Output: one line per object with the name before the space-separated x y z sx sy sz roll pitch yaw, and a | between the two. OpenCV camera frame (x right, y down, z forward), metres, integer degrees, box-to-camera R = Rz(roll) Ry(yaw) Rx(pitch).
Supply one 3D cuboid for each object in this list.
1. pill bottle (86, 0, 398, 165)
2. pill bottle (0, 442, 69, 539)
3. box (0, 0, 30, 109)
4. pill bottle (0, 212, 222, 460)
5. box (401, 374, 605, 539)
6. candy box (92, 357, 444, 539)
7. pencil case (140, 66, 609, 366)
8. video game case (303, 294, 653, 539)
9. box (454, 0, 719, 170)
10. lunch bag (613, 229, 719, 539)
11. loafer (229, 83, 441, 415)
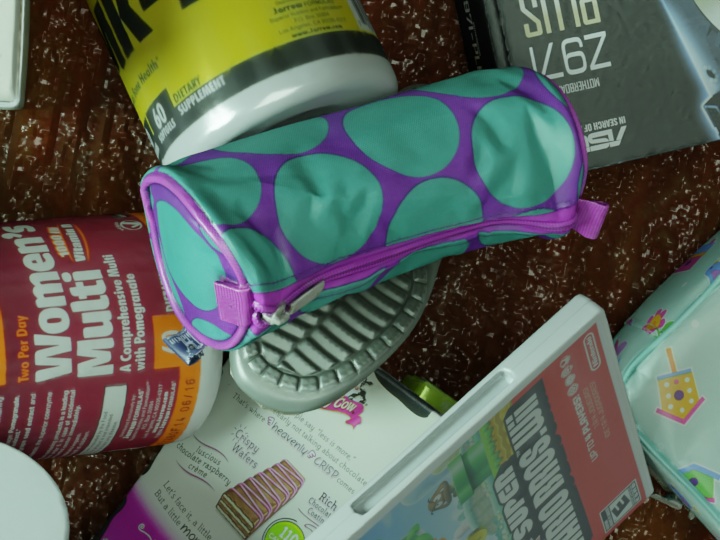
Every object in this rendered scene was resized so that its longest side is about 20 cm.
pill bottle | -0.073 -0.143 1.255 0.114 0.114 0.201 -24 75 -6
pill bottle | -0.183 0.173 1.230 0.116 0.117 0.201 5 136 -8
box | -0.192 -0.111 1.218 0.094 0.200 0.078 3 93 -8
pill bottle | -0.172 0.034 1.248 0.199 0.109 0.110 -5 94 -28
box | 0.021 0.166 1.342 0.122 0.048 0.201 33 88 -8
candy box | -0.043 0.131 1.287 0.200 0.136 0.061 -53 142 -1
pencil case | 0.004 -0.027 1.201 0.199 0.085 0.093 -19 54 -29
video game case | 0.049 0.120 1.251 0.200 0.017 0.143 -41 140 -18
box | 0.147 -0.142 1.322 0.199 0.086 0.165 -12 95 -7
lunch bag | 0.223 0.050 1.348 0.200 0.077 0.160 -44 99 -4
loafer | 0.000 0.000 1.279 0.075 0.070 0.200 34 53 4
